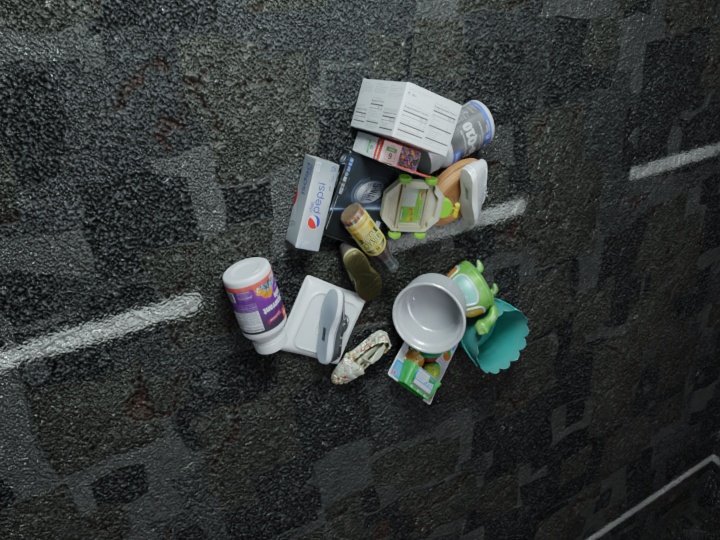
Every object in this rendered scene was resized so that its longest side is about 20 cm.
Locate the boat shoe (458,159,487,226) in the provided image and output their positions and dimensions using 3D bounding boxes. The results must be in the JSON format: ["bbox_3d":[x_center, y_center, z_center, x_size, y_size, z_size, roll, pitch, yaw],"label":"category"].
[{"bbox_3d":[0.288,-0.194,1.332,0.067,0.072,0.203,-30,139,-11],"label":"boat shoe"}]

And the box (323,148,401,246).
[{"bbox_3d":[-0.005,-0.168,1.284,0.157,0.043,0.205,16,100,-33],"label":"box"}]

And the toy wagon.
[{"bbox_3d":[0.146,-0.154,1.296,0.194,0.040,0.159,0,123,-16],"label":"toy wagon"}]

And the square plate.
[{"bbox_3d":[-0.093,0.135,1.359,0.196,0.028,0.203,20,98,-34],"label":"square plate"}]

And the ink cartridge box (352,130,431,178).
[{"bbox_3d":[0.074,-0.263,1.198,0.106,0.199,0.052,11,105,-32],"label":"ink cartridge box"}]

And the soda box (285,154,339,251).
[{"bbox_3d":[-0.111,-0.153,1.213,0.062,0.068,0.206,7,105,-32],"label":"soda box"}]

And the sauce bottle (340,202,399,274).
[{"bbox_3d":[0.029,-0.071,1.275,0.066,0.066,0.200,-46,124,-6],"label":"sauce bottle"}]

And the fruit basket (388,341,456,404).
[{"bbox_3d":[0.188,0.255,1.528,0.184,0.093,0.203,39,78,-26],"label":"fruit basket"}]

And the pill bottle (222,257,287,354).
[{"bbox_3d":[-0.231,0.084,1.209,0.109,0.111,0.205,-24,119,-19],"label":"pill bottle"}]

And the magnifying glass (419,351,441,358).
[{"bbox_3d":[0.225,0.175,1.499,0.200,0.078,0.023,-47,128,-45],"label":"magnifying glass"}]

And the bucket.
[{"bbox_3d":[0.385,0.184,1.590,0.202,0.134,0.213,-11,114,-27],"label":"bucket"}]

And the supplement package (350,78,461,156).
[{"bbox_3d":[0.097,-0.342,1.181,0.152,0.199,0.114,10,105,-31],"label":"supplement package"}]

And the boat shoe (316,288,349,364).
[{"bbox_3d":[-0.059,0.138,1.324,0.065,0.069,0.206,-4,111,-36],"label":"boat shoe"}]

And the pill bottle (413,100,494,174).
[{"bbox_3d":[0.224,-0.326,1.314,0.197,0.113,0.116,-32,121,-15],"label":"pill bottle"}]

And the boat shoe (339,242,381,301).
[{"bbox_3d":[-0.001,0.000,1.337,0.071,0.067,0.202,-31,141,-2],"label":"boat shoe"}]

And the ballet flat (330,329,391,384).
[{"bbox_3d":[0.004,0.240,1.434,0.199,0.064,0.076,-43,127,-8],"label":"ballet flat"}]

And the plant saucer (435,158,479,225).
[{"bbox_3d":[0.248,-0.195,1.375,0.196,0.033,0.203,-26,146,-19],"label":"plant saucer"}]

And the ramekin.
[{"bbox_3d":[0.190,0.108,1.416,0.098,0.195,0.206,-47,139,-59],"label":"ramekin"}]

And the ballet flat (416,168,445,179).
[{"bbox_3d":[0.149,-0.200,1.359,0.199,0.046,0.068,-40,124,-11],"label":"ballet flat"}]

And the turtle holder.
[{"bbox_3d":[0.306,0.075,1.491,0.130,0.141,0.189,-31,105,-5],"label":"turtle holder"}]
